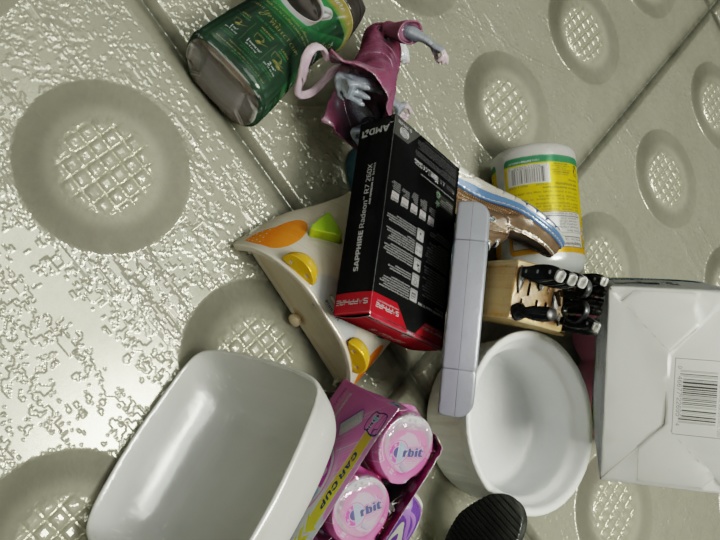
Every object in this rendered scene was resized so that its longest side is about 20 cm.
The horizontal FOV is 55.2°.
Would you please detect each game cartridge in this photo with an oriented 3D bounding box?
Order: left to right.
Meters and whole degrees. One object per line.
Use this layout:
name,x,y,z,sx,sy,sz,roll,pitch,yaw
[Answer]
game cartridge,0.102,0.042,0.685,0.041,0.133,0.205,6,81,4

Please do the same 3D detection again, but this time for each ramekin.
ramekin,0.172,0.178,0.816,0.197,0.097,0.205,7,77,-31

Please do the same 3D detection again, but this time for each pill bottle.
pill bottle,0.228,-0.049,0.883,0.111,0.112,0.205,3,79,-31

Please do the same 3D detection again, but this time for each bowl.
bowl,-0.117,0.178,0.586,0.075,0.197,0.202,52,57,-37

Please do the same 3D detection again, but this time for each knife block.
knife block,0.168,0.024,0.748,0.175,0.197,0.065,24,78,-62

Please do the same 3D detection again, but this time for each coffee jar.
coffee jar,-0.084,-0.252,0.735,0.104,0.085,0.200,44,61,-5

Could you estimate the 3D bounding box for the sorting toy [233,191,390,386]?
sorting toy,0.000,0.000,0.735,0.180,0.106,0.202,-41,103,-33

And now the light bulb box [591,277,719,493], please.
light bulb box,0.327,0.111,0.766,0.200,0.122,0.203,-9,102,-72

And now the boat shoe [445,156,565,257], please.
boat shoe,0.140,-0.059,0.799,0.197,0.072,0.073,29,86,2

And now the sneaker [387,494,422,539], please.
sneaker,-0.011,0.289,0.644,0.080,0.083,0.201,40,93,-17

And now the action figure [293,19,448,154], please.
action figure,0.010,-0.219,0.770,0.146,0.135,0.203,22,50,-9

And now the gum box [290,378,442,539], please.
gum box,-0.021,0.198,0.609,0.066,0.113,0.201,40,78,-22

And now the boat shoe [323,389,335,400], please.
boat shoe,-0.024,0.224,0.702,0.072,0.064,0.204,-12,89,-35

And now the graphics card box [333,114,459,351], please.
graphics card box,0.041,-0.034,0.682,0.125,0.050,0.204,26,65,-46

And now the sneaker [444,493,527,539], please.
sneaker,0.132,0.325,0.750,0.087,0.074,0.203,13,112,-37

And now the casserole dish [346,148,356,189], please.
casserole dish,0.057,-0.076,0.824,0.120,0.039,0.204,-20,92,-34

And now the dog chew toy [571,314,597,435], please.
dog chew toy,0.346,0.135,0.926,0.122,0.124,0.205,5,86,-31
